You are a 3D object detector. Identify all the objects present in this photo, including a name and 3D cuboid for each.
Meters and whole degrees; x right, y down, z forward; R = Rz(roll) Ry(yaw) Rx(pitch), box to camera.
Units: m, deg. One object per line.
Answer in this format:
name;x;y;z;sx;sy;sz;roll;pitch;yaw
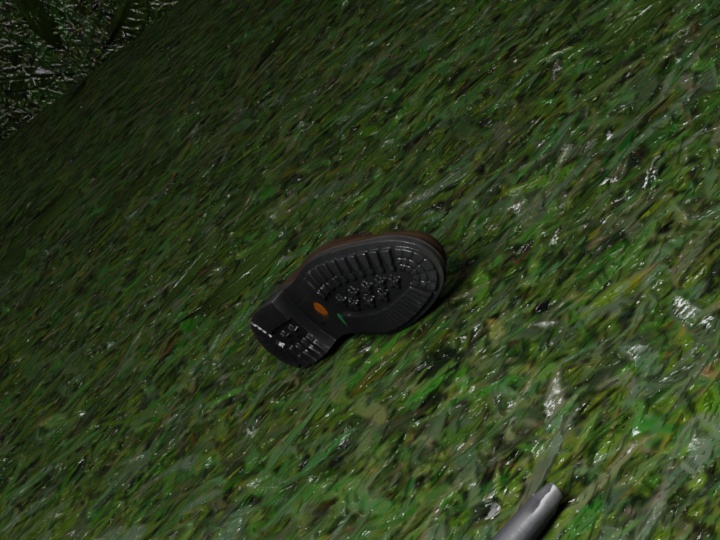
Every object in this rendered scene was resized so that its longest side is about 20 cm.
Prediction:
oxford shoe;0.000;0.000;1.343;0.199;0.073;0.085;-20;26;54
curling iron;0.026;0.172;0.919;0.200;0.026;0.049;-48;19;-15
